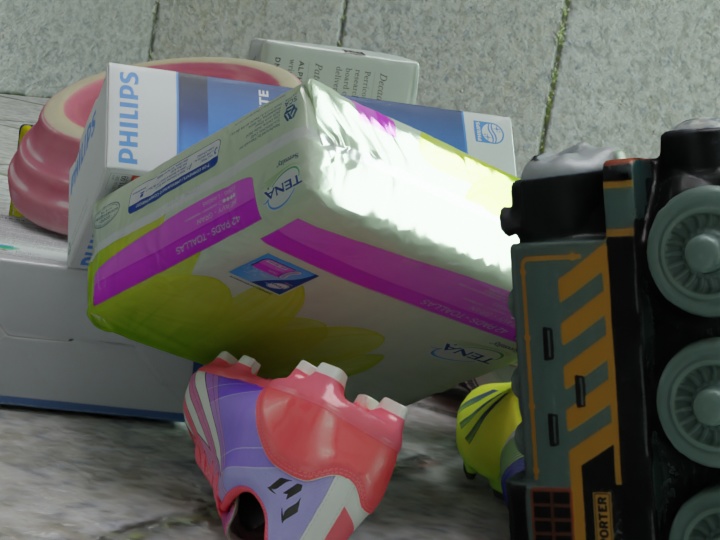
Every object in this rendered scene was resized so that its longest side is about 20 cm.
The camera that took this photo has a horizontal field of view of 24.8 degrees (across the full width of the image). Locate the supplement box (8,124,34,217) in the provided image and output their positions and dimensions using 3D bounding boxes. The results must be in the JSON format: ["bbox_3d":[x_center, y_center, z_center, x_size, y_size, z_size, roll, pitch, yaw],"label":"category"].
[{"bbox_3d":[-0.180,-0.033,1.122,0.108,0.110,0.200,7,8,-17],"label":"supplement box"}]

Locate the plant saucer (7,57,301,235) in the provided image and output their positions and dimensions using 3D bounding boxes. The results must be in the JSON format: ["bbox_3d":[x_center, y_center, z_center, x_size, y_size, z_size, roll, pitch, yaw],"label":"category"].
[{"bbox_3d":[-0.107,-0.078,0.951,0.200,0.051,0.201,-4,25,2],"label":"plant saucer"}]

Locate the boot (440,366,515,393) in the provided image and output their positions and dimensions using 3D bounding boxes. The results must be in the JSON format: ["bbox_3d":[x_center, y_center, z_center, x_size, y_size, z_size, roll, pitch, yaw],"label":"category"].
[{"bbox_3d":[0.071,0.052,0.997,0.072,0.091,0.200,15,33,-22],"label":"boot"}]

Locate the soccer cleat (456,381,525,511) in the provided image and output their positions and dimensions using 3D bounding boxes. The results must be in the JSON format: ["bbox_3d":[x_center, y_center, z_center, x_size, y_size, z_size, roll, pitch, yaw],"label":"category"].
[{"bbox_3d":[0.087,0.073,0.760,0.064,0.084,0.200,6,8,-6],"label":"soccer cleat"}]

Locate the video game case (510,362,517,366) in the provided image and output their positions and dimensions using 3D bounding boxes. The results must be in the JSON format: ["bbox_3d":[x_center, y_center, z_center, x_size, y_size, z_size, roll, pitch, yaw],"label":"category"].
[{"bbox_3d":[0.144,0.030,0.879,0.199,0.019,0.143,10,19,40],"label":"video game case"}]

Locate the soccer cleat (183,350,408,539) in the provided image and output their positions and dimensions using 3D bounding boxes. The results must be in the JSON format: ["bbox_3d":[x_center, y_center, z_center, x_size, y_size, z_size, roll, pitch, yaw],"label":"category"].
[{"bbox_3d":[-0.041,0.079,0.667,0.067,0.077,0.200,33,-14,-15],"label":"soccer cleat"}]

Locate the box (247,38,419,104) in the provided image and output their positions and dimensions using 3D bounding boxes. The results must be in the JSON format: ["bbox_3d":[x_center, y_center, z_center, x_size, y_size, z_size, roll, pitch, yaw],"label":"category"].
[{"bbox_3d":[-0.039,-0.091,1.390,0.130,0.201,0.199,8,7,-8],"label":"box"}]

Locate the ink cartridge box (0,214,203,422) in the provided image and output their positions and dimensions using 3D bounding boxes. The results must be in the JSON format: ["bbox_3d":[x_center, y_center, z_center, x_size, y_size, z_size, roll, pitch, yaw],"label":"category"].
[{"bbox_3d":[-0.159,0.018,0.898,0.136,0.077,0.200,8,10,-12],"label":"ink cartridge box"}]

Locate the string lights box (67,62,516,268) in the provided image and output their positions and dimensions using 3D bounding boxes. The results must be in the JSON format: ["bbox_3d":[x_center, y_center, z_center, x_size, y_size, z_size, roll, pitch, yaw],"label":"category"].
[{"bbox_3d":[-0.035,-0.039,0.796,0.199,0.059,0.103,5,-27,-18],"label":"string lights box"}]

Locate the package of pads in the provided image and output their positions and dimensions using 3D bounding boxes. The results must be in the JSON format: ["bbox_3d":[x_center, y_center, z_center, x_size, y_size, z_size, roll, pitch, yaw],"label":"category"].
[{"bbox_3d":[-0.006,0.000,0.733,0.154,0.068,0.200,-25,-33,38],"label":"package of pads"}]

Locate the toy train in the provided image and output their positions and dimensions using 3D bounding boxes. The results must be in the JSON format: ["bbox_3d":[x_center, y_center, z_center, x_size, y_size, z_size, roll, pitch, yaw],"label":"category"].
[{"bbox_3d":[0.108,0.046,0.607,0.114,0.201,0.085,-3,3,27],"label":"toy train"}]
